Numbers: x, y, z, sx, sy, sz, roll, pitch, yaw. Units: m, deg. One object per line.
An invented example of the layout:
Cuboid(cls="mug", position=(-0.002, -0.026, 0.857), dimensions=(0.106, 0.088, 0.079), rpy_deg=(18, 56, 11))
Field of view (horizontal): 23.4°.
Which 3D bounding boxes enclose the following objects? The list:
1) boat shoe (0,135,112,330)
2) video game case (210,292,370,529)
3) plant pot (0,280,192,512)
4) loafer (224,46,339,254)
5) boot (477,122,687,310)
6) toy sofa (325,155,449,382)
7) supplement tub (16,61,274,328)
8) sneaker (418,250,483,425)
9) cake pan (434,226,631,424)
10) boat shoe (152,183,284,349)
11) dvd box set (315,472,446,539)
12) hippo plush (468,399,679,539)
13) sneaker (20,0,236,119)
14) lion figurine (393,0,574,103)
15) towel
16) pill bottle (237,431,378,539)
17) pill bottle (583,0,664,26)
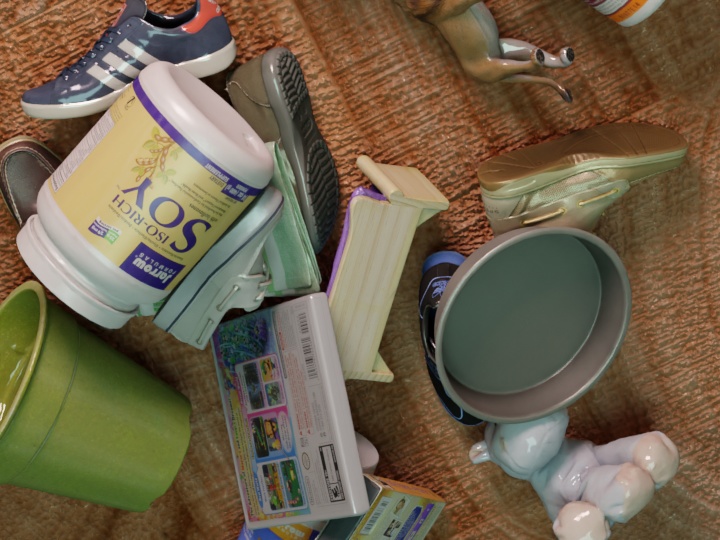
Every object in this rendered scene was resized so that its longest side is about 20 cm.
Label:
Cuboid(cls="boat shoe", position=(-0.274, -0.031, 1.610), dimensions=(0.072, 0.072, 0.201), rpy_deg=(-25, 113, -5))
Cuboid(cls="video game case", position=(-0.069, 0.134, 1.613), dimensions=(0.024, 0.182, 0.201), rpy_deg=(-8, 84, -37))
Cuboid(cls="plant pot", position=(-0.265, 0.138, 1.640), dimensions=(0.189, 0.200, 0.200), rpy_deg=(26, 109, -26))
Cuboid(cls="loafer", position=(-0.073, -0.108, 1.603), dimensions=(0.069, 0.075, 0.201), rpy_deg=(-4, 114, 24))
Cuboid(cls="boot", position=(0.213, -0.048, 1.635), dimensions=(0.199, 0.073, 0.156), rpy_deg=(-15, 120, -10))
Cuboid(cls="toy sofa", position=(0.000, 0.000, 1.625), dimensions=(0.097, 0.083, 0.201), rpy_deg=(6, 114, -25))
Cuboid(cls="supplement tub", position=(-0.187, -0.064, 1.505), dimensions=(0.145, 0.146, 0.200), rpy_deg=(39, 102, -17))
Cuboid(cls="sneaker", position=(0.090, 0.082, 1.662), dimensions=(0.070, 0.078, 0.201), rpy_deg=(-8, 125, 11))
Cuboid(cls="cake pan", position=(0.153, 0.045, 1.596), dimensions=(0.199, 0.037, 0.201), rpy_deg=(-10, 119, -19))
Cuboid(cls="boat shoe", position=(-0.113, 0.003, 1.569), dimensions=(0.070, 0.071, 0.200), rpy_deg=(36, 125, -8))
Cuboid(cls="dvd box set", position=(0.005, 0.270, 1.682), dimensions=(0.029, 0.200, 0.147), rpy_deg=(34, 93, 23))
Cuboid(cls="hippo plush", position=(0.207, 0.177, 1.703), dimensions=(0.159, 0.200, 0.161), rpy_deg=(-41, 82, -6))
Cuboid(cls="sneaker", position=(-0.215, -0.199, 1.552), dimensions=(0.199, 0.075, 0.085), rpy_deg=(-20, 114, -5))
Cuboid(cls="lion figurine", position=(0.100, -0.218, 1.557), dimensions=(0.122, 0.073, 0.200), rpy_deg=(-10, 125, 38))
Cuboid(cls="towel", position=(-0.145, -0.033, 1.612), dimensions=(0.199, 0.023, 0.153), rpy_deg=(-8, 114, 24))
Cuboid(cls="pill bottle", position=(-0.056, 0.253, 1.722), dimensions=(0.112, 0.112, 0.201), rpy_deg=(19, 111, -10))
Cuboid(cls="pill bottle", position=(0.181, -0.308, 1.502), dimensions=(0.199, 0.114, 0.114), rpy_deg=(30, 108, -14))
